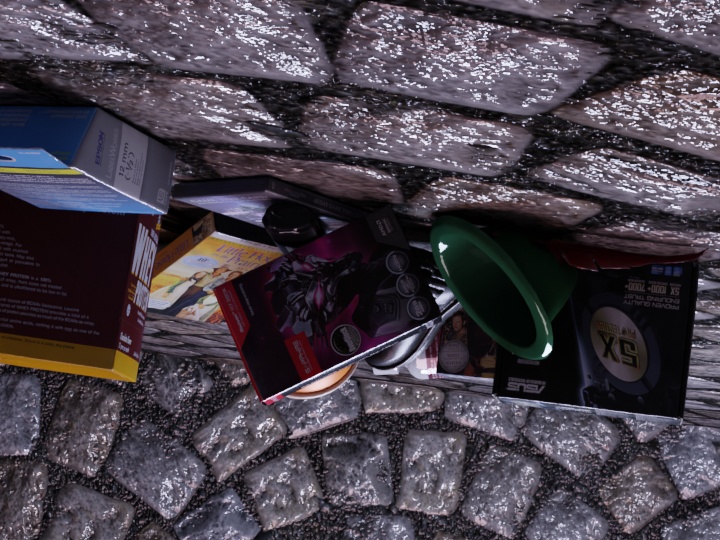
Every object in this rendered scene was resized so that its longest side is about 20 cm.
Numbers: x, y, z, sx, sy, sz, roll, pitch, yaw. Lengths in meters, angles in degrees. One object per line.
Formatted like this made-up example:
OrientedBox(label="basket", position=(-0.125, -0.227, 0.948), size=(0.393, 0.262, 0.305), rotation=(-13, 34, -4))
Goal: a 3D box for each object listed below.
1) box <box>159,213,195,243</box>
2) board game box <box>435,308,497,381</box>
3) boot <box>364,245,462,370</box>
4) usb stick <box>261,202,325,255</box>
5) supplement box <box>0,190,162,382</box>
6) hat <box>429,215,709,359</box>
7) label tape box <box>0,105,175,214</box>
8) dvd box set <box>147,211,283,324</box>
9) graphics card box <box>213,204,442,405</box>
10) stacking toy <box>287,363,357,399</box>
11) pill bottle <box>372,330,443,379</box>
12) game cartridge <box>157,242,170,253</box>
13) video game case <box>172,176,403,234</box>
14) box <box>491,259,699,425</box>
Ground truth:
OrientedBox(label="box", position=(-0.291, -0.054, 1.751), size=(0.198, 0.022, 0.163), rotation=(3, 173, 25))
OrientedBox(label="board game box", position=(0.189, 0.060, 1.675), size=(0.198, 0.137, 0.035), rotation=(4, 170, 24))
OrientedBox(label="boot", position=(0.020, 0.037, 1.624), size=(0.157, 0.080, 0.211), rotation=(-2, 144, -42))
OrientedBox(label="usb stick", position=(-0.062, -0.035, 1.528), size=(0.055, 0.033, 0.200), rotation=(-3, 170, 4))
OrientedBox(label="supplement box", position=(-0.310, -0.007, 1.489), size=(0.195, 0.202, 0.133), rotation=(8, 171, 3))
OrientedBox(label="hat", position=(0.197, -0.021, 1.513), size=(0.200, 0.176, 0.166), rotation=(50, 161, 6))
OrientedBox(label="label tape box", position=(-0.270, -0.104, 1.291), size=(0.142, 0.067, 0.200), rotation=(4, 168, 24))
OrientedBox(label="dvd box set", position=(-0.167, 0.001, 1.717), size=(0.145, 0.030, 0.199), rotation=(13, 146, -40))
OrientedBox(label="graphics card box", position=(-0.032, 0.035, 1.478), size=(0.198, 0.126, 0.051), rotation=(-24, 169, -1))
OrientedBox(label="stacking toy", position=(-0.059, 0.046, 1.687), size=(0.144, 0.148, 0.200), rotation=(9, 154, -4))
OrientedBox(label="pill bottle", position=(0.112, 0.076, 1.836), size=(0.198, 0.111, 0.110), rotation=(-3, 170, 5))
OrientedBox(label="game cartridge", position=(-0.201, -0.011, 1.835), size=(0.132, 0.042, 0.199), rotation=(-3, 175, 38))
OrientedBox(label="video game case", position=(-0.073, -0.060, 1.536), size=(0.142, 0.019, 0.199), rotation=(-1, 167, 43))
OrientedBox(label="box", position=(0.248, 0.067, 1.577), size=(0.198, 0.166, 0.086), rotation=(7, 172, 12))
